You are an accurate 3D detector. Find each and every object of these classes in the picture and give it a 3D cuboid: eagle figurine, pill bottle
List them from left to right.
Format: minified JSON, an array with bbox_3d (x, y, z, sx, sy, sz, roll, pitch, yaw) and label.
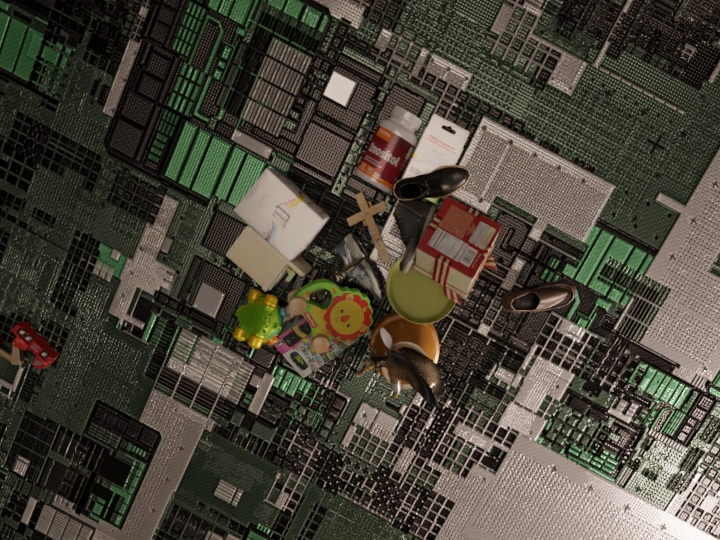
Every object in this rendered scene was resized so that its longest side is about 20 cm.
[{"bbox_3d":[0.076,-0.315,1.380,0.112,0.113,0.203,28,100,0],"label":"pill bottle"},{"bbox_3d":[0.107,0.241,1.264,0.196,0.153,0.153,8,137,19],"label":"eagle figurine"}]

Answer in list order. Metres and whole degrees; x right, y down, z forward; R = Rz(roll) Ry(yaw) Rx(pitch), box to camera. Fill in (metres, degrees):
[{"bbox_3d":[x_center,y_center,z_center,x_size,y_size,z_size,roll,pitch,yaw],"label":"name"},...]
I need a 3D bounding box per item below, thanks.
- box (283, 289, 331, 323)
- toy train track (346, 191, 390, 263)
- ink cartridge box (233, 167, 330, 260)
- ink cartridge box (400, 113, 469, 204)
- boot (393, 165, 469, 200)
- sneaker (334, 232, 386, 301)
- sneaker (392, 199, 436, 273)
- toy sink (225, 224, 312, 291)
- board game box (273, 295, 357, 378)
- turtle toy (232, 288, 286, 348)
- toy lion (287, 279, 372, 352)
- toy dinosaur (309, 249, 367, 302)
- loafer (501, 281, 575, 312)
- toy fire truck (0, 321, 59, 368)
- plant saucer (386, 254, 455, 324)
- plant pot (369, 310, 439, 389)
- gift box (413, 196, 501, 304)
[{"bbox_3d":[-0.158,0.090,1.498,0.198,0.041,0.039,-31,95,9],"label":"box"},{"bbox_3d":[0.032,-0.118,1.458,0.113,0.033,0.203,-24,102,0],"label":"toy train track"},{"bbox_3d":[-0.202,-0.150,1.411,0.199,0.147,0.145,42,99,-3],"label":"ink cartridge box"},{"bbox_3d":[0.192,-0.293,1.396,0.115,0.067,0.203,26,101,-1],"label":"ink cartridge box"},{"bbox_3d":[0.181,-0.208,1.307,0.196,0.138,0.079,-17,100,4],"label":"boot"},{"bbox_3d":[0.000,0.000,1.464,0.085,0.077,0.202,-31,88,20],"label":"sneaker"},{"bbox_3d":[0.121,-0.098,1.423,0.104,0.075,0.203,22,78,7],"label":"sneaker"},{"bbox_3d":[-0.246,-0.022,1.444,0.199,0.130,0.113,40,100,-3],"label":"toy sink"},{"bbox_3d":[-0.126,0.182,1.480,0.198,0.064,0.148,-35,111,9],"label":"board game box"},{"bbox_3d":[-0.275,0.133,1.446,0.100,0.198,0.148,28,80,-43],"label":"turtle toy"},{"bbox_3d":[-0.069,0.107,1.392,0.189,0.069,0.202,-30,112,0],"label":"toy lion"},{"bbox_3d":[-0.067,0.002,1.429,0.200,0.047,0.089,-42,59,17],"label":"toy dinosaur"},{"bbox_3d":[0.484,0.082,1.427,0.196,0.071,0.075,-14,97,7],"label":"loafer"},{"bbox_3d":[-1.019,0.233,1.587,0.141,0.049,0.200,-43,94,10],"label":"toy fire truck"},{"bbox_3d":[0.167,0.047,1.440,0.195,0.031,0.205,0,76,1],"label":"plant saucer"},{"bbox_3d":[0.117,0.225,1.422,0.195,0.183,0.205,1,99,5],"label":"plant pot"},{"bbox_3d":[0.251,-0.040,1.349,0.198,0.187,0.186,35,78,13],"label":"gift box"}]
